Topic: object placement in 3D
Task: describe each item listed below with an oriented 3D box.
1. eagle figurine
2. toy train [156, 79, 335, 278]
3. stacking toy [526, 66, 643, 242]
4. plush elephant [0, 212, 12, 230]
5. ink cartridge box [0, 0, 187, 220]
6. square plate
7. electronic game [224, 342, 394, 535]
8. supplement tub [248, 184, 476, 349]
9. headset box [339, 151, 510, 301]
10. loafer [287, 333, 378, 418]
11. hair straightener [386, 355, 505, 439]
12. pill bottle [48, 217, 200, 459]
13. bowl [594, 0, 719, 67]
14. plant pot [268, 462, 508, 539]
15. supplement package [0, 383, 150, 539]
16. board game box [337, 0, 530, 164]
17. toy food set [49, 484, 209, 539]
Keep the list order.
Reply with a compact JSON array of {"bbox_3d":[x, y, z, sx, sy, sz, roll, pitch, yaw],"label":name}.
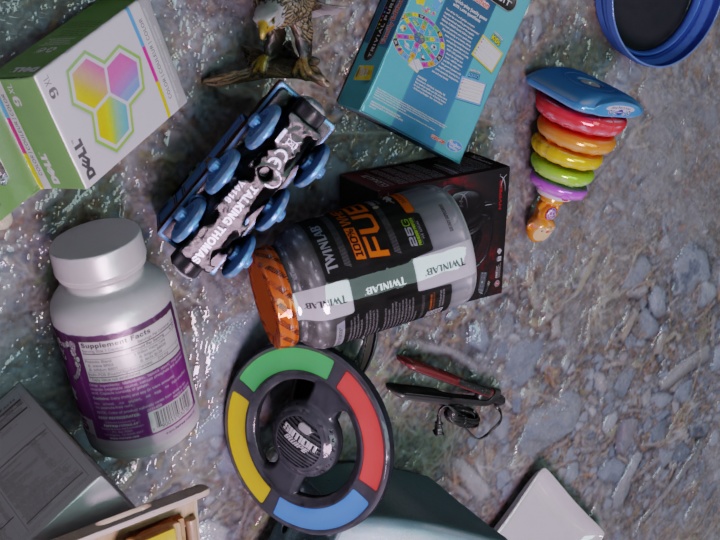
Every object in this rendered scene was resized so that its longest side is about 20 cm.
[{"bbox_3d":[-0.077,-0.256,1.008,0.150,0.151,0.202,-21,126,-16],"label":"eagle figurine"},{"bbox_3d":[-0.107,-0.082,1.053,0.086,0.114,0.200,36,99,-24],"label":"toy train"},{"bbox_3d":[0.233,-0.122,1.332,0.115,0.110,0.202,-3,119,-38],"label":"stacking toy"},{"bbox_3d":[-0.366,-0.025,0.880,0.200,0.154,0.166,-42,126,-17],"label":"plush elephant"},{"bbox_3d":[-0.236,-0.136,0.950,0.200,0.059,0.105,-50,133,-41],"label":"ink cartridge box"},{"bbox_3d":[0.225,0.385,1.550,0.199,0.028,0.200,-51,129,-10],"label":"square plate"},{"bbox_3d":[-0.055,0.169,1.164,0.041,0.198,0.203,-17,120,-59],"label":"electronic game"},{"bbox_3d":[0.000,0.000,1.099,0.198,0.123,0.124,-17,117,-16],"label":"supplement tub"},{"bbox_3d":[0.060,-0.036,1.241,0.198,0.077,0.151,-13,114,-34],"label":"headset box"},{"bbox_3d":[-0.034,0.102,1.197,0.063,0.071,0.202,-36,149,-60],"label":"loafer"},{"bbox_3d":[0.104,0.160,1.377,0.199,0.041,0.078,20,95,-44],"label":"hair straightener"},{"bbox_3d":[-0.218,0.060,1.050,0.111,0.112,0.202,-23,119,-27],"label":"pill bottle"},{"bbox_3d":[0.354,-0.343,1.364,0.199,0.039,0.203,-13,114,-32],"label":"bowl"},{"bbox_3d":[0.007,0.324,1.270,0.199,0.195,0.198,25,92,-33],"label":"plant pot"},{"bbox_3d":[-0.279,0.232,1.012,0.151,0.199,0.152,-43,127,-15],"label":"supplement package"},{"bbox_3d":[0.081,-0.233,1.200,0.150,0.047,0.202,22,93,-39],"label":"board game box"},{"bbox_3d":[-0.178,0.282,0.937,0.142,0.060,0.202,-17,117,-31],"label":"toy food set"}]
